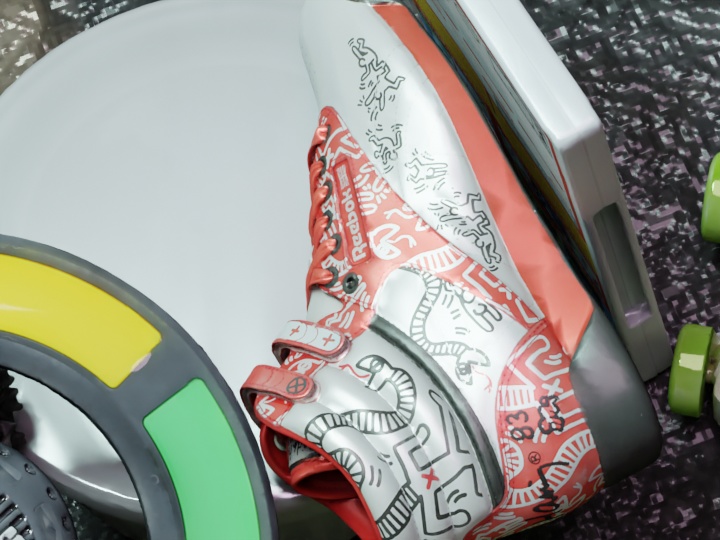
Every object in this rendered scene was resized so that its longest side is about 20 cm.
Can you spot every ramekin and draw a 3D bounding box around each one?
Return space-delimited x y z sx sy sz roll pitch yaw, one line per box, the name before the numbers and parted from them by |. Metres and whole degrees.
ramekin | -0.041 0.010 0.982 0.202 0.094 0.203 -3 63 6

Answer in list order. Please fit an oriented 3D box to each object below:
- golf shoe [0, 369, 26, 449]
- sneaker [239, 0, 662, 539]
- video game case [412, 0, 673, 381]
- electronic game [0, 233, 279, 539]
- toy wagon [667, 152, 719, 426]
golf shoe | -0.162 0.097 0.916 0.094 0.200 0.078 14 21 32
sneaker | 0.000 0.000 0.891 0.108 0.067 0.201 -27 67 -10
video game case | 0.052 -0.055 0.941 0.017 0.200 0.143 -31 64 -1
electronic game | -0.122 0.087 0.831 0.200 0.042 0.200 1 84 -11
toy wagon | 0.186 0.037 0.970 0.155 0.040 0.200 9 66 12
